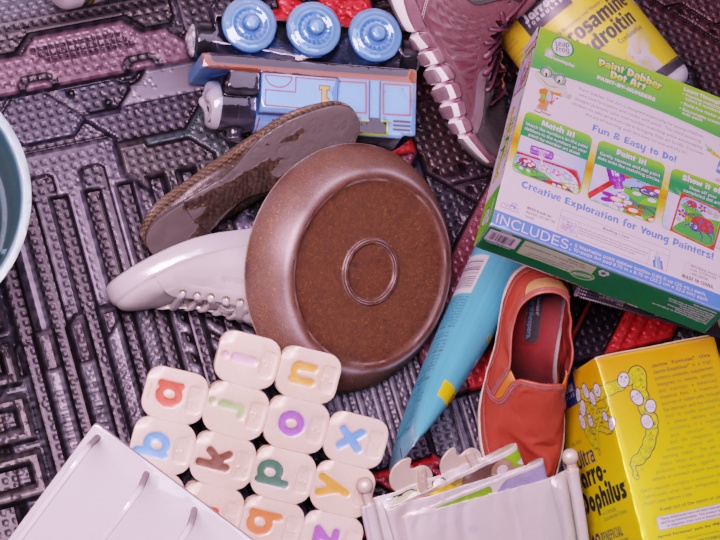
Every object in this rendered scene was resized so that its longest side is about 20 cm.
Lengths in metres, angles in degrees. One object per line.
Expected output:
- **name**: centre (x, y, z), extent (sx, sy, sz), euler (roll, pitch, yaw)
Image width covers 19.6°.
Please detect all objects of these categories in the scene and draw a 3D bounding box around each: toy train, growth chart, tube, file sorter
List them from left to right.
- **file sorter**: centre (-0.159, 0.231, 1.528), extent (0.200, 0.125, 0.139), euler (37, 88, -4)
- **toy train**: centre (-0.046, -0.157, 1.711), extent (0.199, 0.087, 0.115), euler (3, 80, -15)
- **tube**: centre (0.074, 0.069, 1.689), extent (0.050, 0.077, 0.200), euler (28, 65, 3)
- **growth chart**: centre (0.095, 0.206, 1.652), extent (0.199, 0.018, 0.145), euler (-8, 101, -18)

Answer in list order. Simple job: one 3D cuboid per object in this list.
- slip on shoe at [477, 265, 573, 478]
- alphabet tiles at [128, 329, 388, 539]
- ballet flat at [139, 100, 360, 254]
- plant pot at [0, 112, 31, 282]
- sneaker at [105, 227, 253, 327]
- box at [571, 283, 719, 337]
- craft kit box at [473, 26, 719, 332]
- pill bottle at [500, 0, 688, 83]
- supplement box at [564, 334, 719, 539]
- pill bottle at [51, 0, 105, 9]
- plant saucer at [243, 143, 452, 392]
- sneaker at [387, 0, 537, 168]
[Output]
- **slip on shoe**: centre (0.136, 0.095, 1.674), extent (0.074, 0.061, 0.201), euler (5, 102, -7)
- **alphabet tiles**: centre (-0.083, 0.152, 1.614), extent (0.195, 0.015, 0.201), euler (14, 92, -11)
- **ballet flat**: centre (-0.091, -0.078, 1.666), extent (0.200, 0.046, 0.067), euler (-34, 124, 5)
- **plant pot**: centre (-0.351, -0.028, 1.526), extent (0.199, 0.196, 0.201), euler (4, 73, -14)
- **sneaker**: centre (-0.099, 0.015, 1.651), extent (0.199, 0.073, 0.085), euler (-13, 76, -20)
- **box**: centre (0.265, -0.009, 1.725), extent (0.199, 0.044, 0.160), euler (15, 28, -11)
- **craft kit box**: centre (0.205, -0.073, 1.643), extent (0.199, 0.049, 0.198), euler (21, 61, -7)
- **pill bottle**: centre (0.178, -0.208, 1.770), extent (0.112, 0.112, 0.200), euler (-38, 87, -21)
- **supplement box**: centre (0.242, 0.168, 1.685), extent (0.109, 0.109, 0.201), euler (-9, 77, -18)
- **pill bottle**: centre (-0.166, -0.289, 1.697), extent (0.199, 0.112, 0.113), euler (-18, 80, -20)
- **plant saucer**: centre (0.000, 0.000, 1.657), extent (0.200, 0.034, 0.201), euler (-5, 100, -34)
- **sneaker**: centre (0.109, -0.184, 1.713), extent (0.200, 0.115, 0.076), euler (60, 23, -22)
